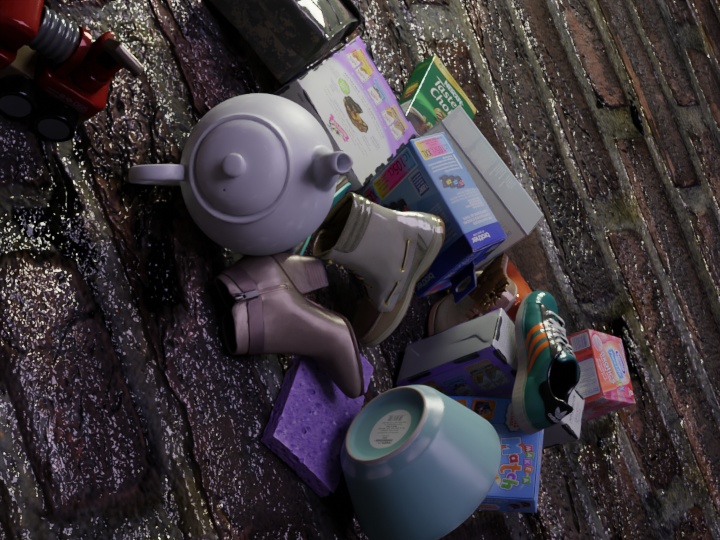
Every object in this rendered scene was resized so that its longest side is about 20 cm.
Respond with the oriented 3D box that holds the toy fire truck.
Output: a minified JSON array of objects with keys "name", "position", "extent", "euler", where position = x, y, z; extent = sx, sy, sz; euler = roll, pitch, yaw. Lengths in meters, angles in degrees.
[{"name":"toy fire truck","position":[-0.309,-0.227,1.274],"extent":[0.175,0.199,0.130],"euler":[31,47,-38]}]

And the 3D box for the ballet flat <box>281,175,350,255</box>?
[{"name":"ballet flat","position":[-0.076,-0.071,1.591],"extent":[0.068,0.068,0.201],"euler":[35,46,-4]}]

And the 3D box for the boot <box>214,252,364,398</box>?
[{"name":"boot","position":[-0.089,0.073,1.479],"extent":[0.145,0.070,0.202],"euler":[-16,79,-33]}]

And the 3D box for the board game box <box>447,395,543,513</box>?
[{"name":"board game box","position":[0.129,0.227,1.579],"extent":[0.037,0.197,0.153],"euler":[74,22,-45]}]

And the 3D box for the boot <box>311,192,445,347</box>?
[{"name":"boot","position":[0.000,0.000,1.579],"extent":[0.153,0.201,0.072],"euler":[13,28,-33]}]

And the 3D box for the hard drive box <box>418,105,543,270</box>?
[{"name":"hard drive box","position":[0.136,-0.104,1.790],"extent":[0.201,0.155,0.077],"euler":[53,36,-4]}]

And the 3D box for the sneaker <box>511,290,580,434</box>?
[{"name":"sneaker","position":[0.241,0.107,1.570],"extent":[0.071,0.079,0.202],"euler":[35,47,-34]}]

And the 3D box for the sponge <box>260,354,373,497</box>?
[{"name":"sponge","position":[-0.049,0.161,1.524],"extent":[0.112,0.030,0.201],"euler":[45,41,-25]}]

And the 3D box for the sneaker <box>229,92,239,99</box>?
[{"name":"sneaker","position":[-0.134,-0.108,1.530],"extent":[0.202,0.086,0.080],"euler":[62,9,12]}]

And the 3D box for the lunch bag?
[{"name":"lunch bag","position":[-0.089,-0.368,1.707],"extent":[0.164,0.117,0.200],"euler":[49,30,-6]}]

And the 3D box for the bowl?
[{"name":"bowl","position":[0.055,0.213,1.471],"extent":[0.105,0.199,0.202],"euler":[53,37,-28]}]

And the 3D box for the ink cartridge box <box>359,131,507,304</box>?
[{"name":"ink cartridge box","position":[0.101,-0.059,1.648],"extent":[0.076,0.136,0.202],"euler":[-21,75,-41]}]

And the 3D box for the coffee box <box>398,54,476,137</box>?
[{"name":"coffee box","position":[0.112,-0.235,1.953],"extent":[0.123,0.044,0.201],"euler":[50,38,-20]}]

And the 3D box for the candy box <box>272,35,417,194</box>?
[{"name":"candy box","position":[-0.024,-0.211,1.741],"extent":[0.169,0.071,0.200],"euler":[58,35,-10]}]

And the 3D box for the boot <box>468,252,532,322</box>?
[{"name":"boot","position":[0.210,0.045,1.736],"extent":[0.107,0.075,0.200],"euler":[39,15,-12]}]

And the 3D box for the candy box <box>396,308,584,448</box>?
[{"name":"candy box","position":[0.176,0.163,1.680],"extent":[0.200,0.167,0.072],"euler":[45,41,-26]}]

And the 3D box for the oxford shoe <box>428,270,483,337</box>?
[{"name":"oxford shoe","position":[0.154,0.058,1.808],"extent":[0.071,0.073,0.201],"euler":[53,38,-19]}]

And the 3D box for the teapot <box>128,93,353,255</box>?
[{"name":"teapot","position":[-0.128,-0.111,1.412],"extent":[0.197,0.200,0.146],"euler":[45,9,10]}]

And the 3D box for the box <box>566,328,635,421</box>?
[{"name":"box","position":[0.280,0.168,1.796],"extent":[0.094,0.199,0.104],"euler":[16,57,-46]}]
